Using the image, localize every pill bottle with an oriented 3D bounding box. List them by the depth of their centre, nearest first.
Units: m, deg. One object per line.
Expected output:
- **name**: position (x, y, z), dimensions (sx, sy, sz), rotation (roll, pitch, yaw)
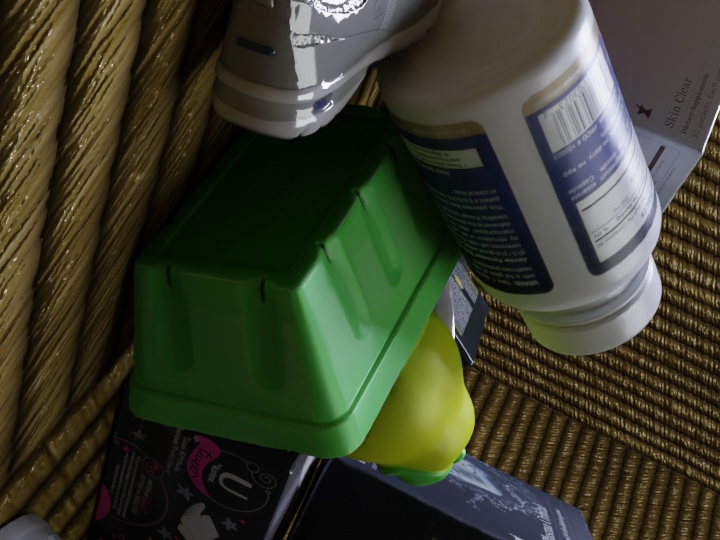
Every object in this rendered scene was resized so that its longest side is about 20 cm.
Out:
- **pill bottle**: position (0.096, -0.049, 0.627), dimensions (0.111, 0.111, 0.200), rotation (-60, 136, -33)

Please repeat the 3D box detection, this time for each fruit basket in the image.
- **fruit basket**: position (-0.017, 0.032, 0.653), dimensions (0.216, 0.155, 0.216), rotation (9, 90, -68)

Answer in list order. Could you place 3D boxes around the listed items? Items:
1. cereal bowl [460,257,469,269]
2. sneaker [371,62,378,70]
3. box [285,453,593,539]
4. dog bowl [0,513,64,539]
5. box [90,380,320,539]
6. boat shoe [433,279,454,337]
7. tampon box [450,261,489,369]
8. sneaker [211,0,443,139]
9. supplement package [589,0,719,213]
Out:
- **cereal bowl**: position (0.089, -0.088, 1.123), dimensions (0.083, 0.200, 0.200), rotation (-30, 153, -43)
- **sneaker**: position (0.043, -0.184, 0.746), dimensions (0.105, 0.075, 0.200), rotation (-57, 170, -5)
- **box**: position (0.053, 0.198, 0.809), dimensions (0.197, 0.200, 0.117), rotation (-46, 161, -84)
- **dog bowl**: position (-0.192, 0.225, 0.584), dimensions (0.200, 0.059, 0.200), rotation (-62, 176, -8)
- **box**: position (-0.087, 0.120, 0.769), dimensions (0.132, 0.115, 0.200), rotation (-57, 173, -47)
- **boat shoe**: position (0.000, 0.000, 0.781), dimensions (0.200, 0.093, 0.075), rotation (-103, -160, -46)
- **tampon box**: position (0.014, 0.041, 1.025), dimensions (0.150, 0.126, 0.200), rotation (-31, -176, 15)
- **sneaker**: position (-0.001, -0.142, 0.539), dimensions (0.200, 0.075, 0.082), rotation (-64, 170, -46)
- **supplement package**: position (0.184, -0.142, 0.784), dimensions (0.156, 0.111, 0.200), rotation (98, 17, -67)
